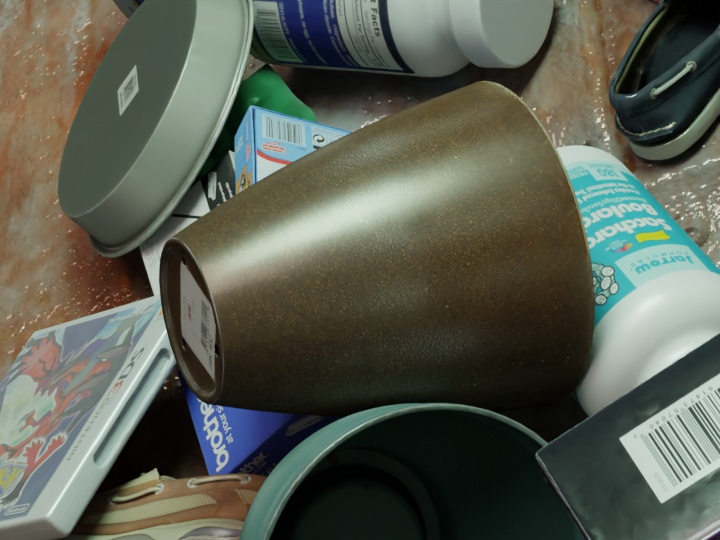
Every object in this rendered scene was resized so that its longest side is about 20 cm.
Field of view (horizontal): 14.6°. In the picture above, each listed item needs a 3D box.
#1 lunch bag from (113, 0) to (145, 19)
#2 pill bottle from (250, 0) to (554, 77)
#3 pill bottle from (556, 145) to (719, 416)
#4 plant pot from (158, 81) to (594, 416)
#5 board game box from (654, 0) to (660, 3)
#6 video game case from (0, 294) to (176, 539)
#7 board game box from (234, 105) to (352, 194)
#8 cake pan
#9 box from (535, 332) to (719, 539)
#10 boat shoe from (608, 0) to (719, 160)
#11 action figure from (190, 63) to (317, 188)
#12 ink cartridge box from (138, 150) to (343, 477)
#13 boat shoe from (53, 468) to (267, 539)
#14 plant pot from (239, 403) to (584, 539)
[{"bbox_3d":[-0.097,-0.258,1.941,0.200,0.161,0.082,-48,51,-10],"label":"lunch bag"},{"bbox_3d":[0.020,-0.186,1.844,0.200,0.116,0.116,8,58,33],"label":"pill bottle"},{"bbox_3d":[0.153,0.023,1.596,0.111,0.111,0.200,-36,45,-2],"label":"pill bottle"},{"bbox_3d":[-0.002,0.006,1.546,0.199,0.187,0.187,-13,40,-22],"label":"plant pot"},{"bbox_3d":[0.212,-0.278,1.857,0.200,0.046,0.151,-48,46,-13],"label":"board game box"},{"bbox_3d":[-0.192,0.097,1.731,0.200,0.023,0.182,-17,36,53],"label":"video game case"},{"bbox_3d":[0.000,0.000,1.688,0.037,0.151,0.200,122,154,-43],"label":"board game box"},{"bbox_3d":[-0.137,-0.106,1.821,0.200,0.037,0.201,-46,29,34],"label":"cake pan"},{"bbox_3d":[0.200,0.137,1.410,0.148,0.200,0.104,-34,45,2],"label":"box"},{"bbox_3d":[0.215,-0.161,1.748,0.075,0.062,0.200,18,64,43],"label":"boat shoe"},{"bbox_3d":[-0.043,-0.051,1.811,0.118,0.055,0.200,-44,47,-11],"label":"action figure"},{"bbox_3d":[-0.071,0.033,1.725,0.094,0.044,0.200,-43,48,27],"label":"ink cartridge box"},{"bbox_3d":[-0.125,0.159,1.672,0.199,0.076,0.072,-4,45,30],"label":"boat shoe"},{"bbox_3d":[0.016,0.162,1.523,0.200,0.200,0.134,-45,19,-10],"label":"plant pot"}]
